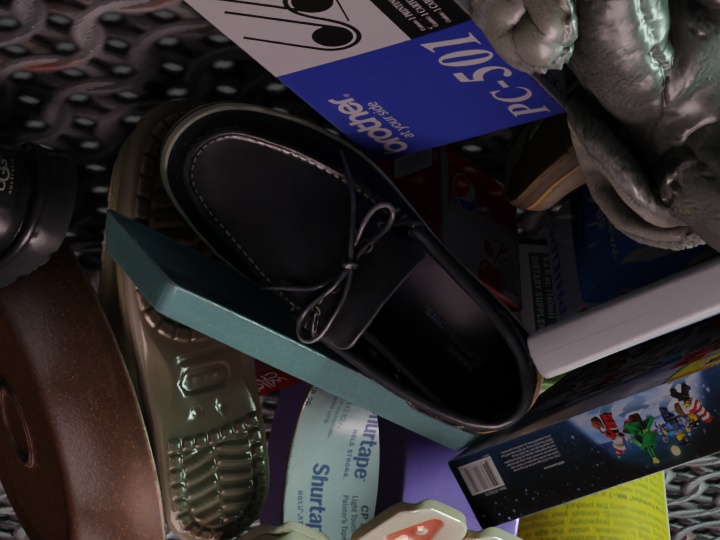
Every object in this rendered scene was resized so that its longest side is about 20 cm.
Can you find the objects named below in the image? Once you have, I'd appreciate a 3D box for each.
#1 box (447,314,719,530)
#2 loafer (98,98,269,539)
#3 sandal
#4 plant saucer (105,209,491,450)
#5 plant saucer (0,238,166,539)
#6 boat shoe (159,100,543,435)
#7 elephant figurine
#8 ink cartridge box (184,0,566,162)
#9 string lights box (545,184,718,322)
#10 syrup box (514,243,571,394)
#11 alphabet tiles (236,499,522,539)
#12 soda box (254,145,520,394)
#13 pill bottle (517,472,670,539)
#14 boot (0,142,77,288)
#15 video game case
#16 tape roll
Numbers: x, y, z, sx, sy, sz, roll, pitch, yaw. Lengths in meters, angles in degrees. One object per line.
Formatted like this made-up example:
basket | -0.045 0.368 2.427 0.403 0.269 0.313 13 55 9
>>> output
box | 0.151 0.048 1.184 0.200 0.038 0.136 -24 -175 46
loafer | -0.087 0.022 1.203 0.075 0.201 0.068 -7 -170 -35
sandal | 0.124 -0.073 1.120 0.054 0.081 0.200 21 154 -17
plant saucer | -0.028 0.030 1.166 0.200 0.070 0.019 28 101 -40
plant saucer | -0.146 0.067 1.247 0.037 0.201 0.201 -18 159 -20
boat shoe | 0.000 0.000 1.136 0.200 0.075 0.062 40 -174 -9
elephant figurine | 0.128 -0.058 0.965 0.141 0.155 0.200 -14 119 35
ink cartridge box | 0.000 -0.111 1.071 0.094 0.044 0.200 -14 152 26
string lights box | 0.170 -0.037 1.223 0.102 0.059 0.200 3 153 -19
syrup box | 0.165 0.042 1.362 0.199 0.079 0.082 3 153 -11
alphabet tiles | 0.002 0.173 1.253 0.200 0.015 0.195 27 130 -36
soda box | -0.024 0.007 1.271 0.199 0.064 0.070 -19 148 31
pill bottle | 0.111 0.146 1.432 0.114 0.201 0.114 -2 154 -1
boot | -0.242 -0.029 1.182 0.168 0.077 0.200 20 152 -30
video game case | 0.190 -0.013 1.088 0.199 0.023 0.182 -24 177 32
tape roll | 0.012 0.114 1.355 0.065 0.201 0.200 7 152 -22
